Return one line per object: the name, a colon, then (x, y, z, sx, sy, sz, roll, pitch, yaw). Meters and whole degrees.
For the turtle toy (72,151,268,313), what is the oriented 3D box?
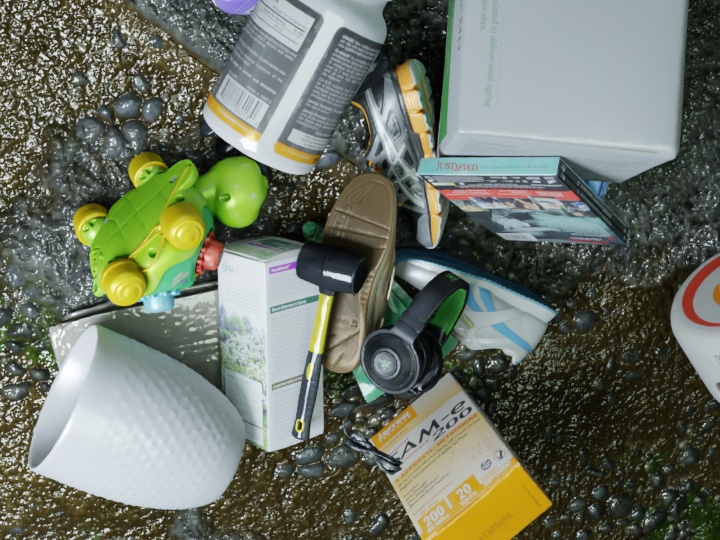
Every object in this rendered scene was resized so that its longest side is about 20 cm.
turtle toy: (-0.178, -0.040, 1.022, 0.200, 0.146, 0.101, -42, 133, 2)

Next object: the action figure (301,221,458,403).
action figure: (0.000, 0.029, 1.125, 0.118, 0.055, 0.200, -35, 106, 1)

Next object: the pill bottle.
pill bottle: (-0.047, -0.196, 0.939, 0.116, 0.116, 0.201, 25, 107, -20)

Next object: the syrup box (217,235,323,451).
syrup box: (-0.090, 0.071, 1.082, 0.081, 0.078, 0.201, -13, 109, -43)

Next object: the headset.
headset: (0.053, 0.097, 1.051, 0.094, 0.123, 0.201, 36, 93, 18)

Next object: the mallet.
mallet: (-0.051, 0.068, 1.041, 0.066, 0.041, 0.201, 24, 108, 17)

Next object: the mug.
mug: (-0.222, 0.168, 1.045, 0.175, 0.148, 0.200, 27, 132, -22)

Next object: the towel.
towel: (-0.213, 0.090, 1.105, 0.199, 0.034, 0.133, -11, 112, -11)

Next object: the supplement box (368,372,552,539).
supplement box: (0.100, 0.212, 1.133, 0.126, 0.200, 0.074, -40, 117, 1)

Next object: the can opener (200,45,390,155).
can opener: (-0.069, -0.180, 1.033, 0.199, 0.079, 0.064, -27, 121, 6)

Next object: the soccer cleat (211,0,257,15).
soccer cleat: (-0.044, -0.284, 0.994, 0.199, 0.073, 0.069, -16, 113, -8)

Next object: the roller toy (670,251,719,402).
roller toy: (0.445, 0.055, 1.171, 0.182, 0.200, 0.140, -35, 112, 6)

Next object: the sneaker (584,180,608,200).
sneaker: (0.230, -0.143, 1.121, 0.078, 0.066, 0.201, 7, 106, -5)

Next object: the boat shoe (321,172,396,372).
boat shoe: (0.000, 0.000, 1.066, 0.071, 0.064, 0.201, 18, 102, 22)

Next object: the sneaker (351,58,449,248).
sneaker: (0.045, -0.115, 1.083, 0.077, 0.078, 0.201, -7, 115, 15)

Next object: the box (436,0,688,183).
box: (0.181, -0.197, 0.982, 0.199, 0.171, 0.200, 5, 87, -3)

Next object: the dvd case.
dvd case: (0.165, -0.066, 1.046, 0.200, 0.145, 0.022, 31, 68, -52)

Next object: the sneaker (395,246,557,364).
sneaker: (0.115, 0.037, 1.145, 0.199, 0.077, 0.081, 25, 101, -19)
